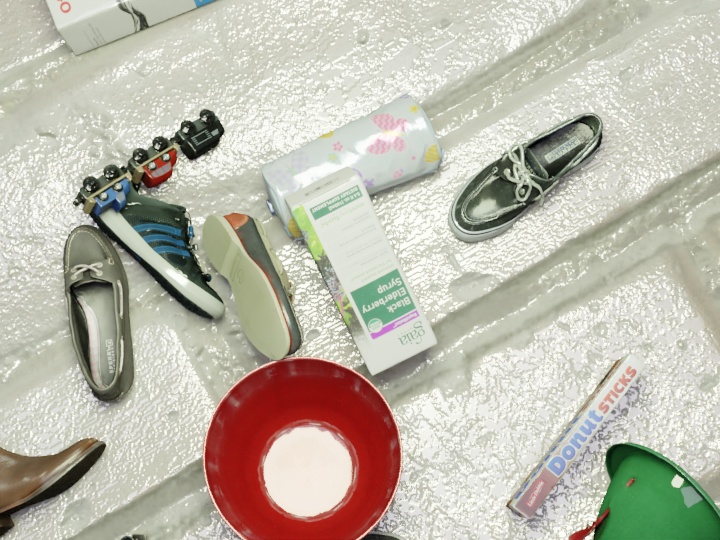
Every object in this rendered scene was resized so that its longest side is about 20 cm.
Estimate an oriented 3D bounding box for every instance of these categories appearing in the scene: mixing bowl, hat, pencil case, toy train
[{"bbox_3d":[-0.055,0.198,1.263,0.200,0.108,0.201,-1,72,2],"label":"mixing bowl"},{"bbox_3d":[0.244,0.288,1.206,0.176,0.200,0.166,-38,71,-18],"label":"hat"},{"bbox_3d":[-0.010,-0.113,1.338,0.200,0.083,0.091,-28,86,-4],"label":"pencil case"},{"bbox_3d":[-0.225,-0.113,1.332,0.200,0.034,0.046,-37,87,-32],"label":"toy train"}]

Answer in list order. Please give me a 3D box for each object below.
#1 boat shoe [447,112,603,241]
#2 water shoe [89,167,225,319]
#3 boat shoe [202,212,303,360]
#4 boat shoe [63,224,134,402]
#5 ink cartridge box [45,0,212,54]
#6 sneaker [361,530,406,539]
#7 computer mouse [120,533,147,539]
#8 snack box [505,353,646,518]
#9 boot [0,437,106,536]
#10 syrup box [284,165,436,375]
[{"bbox_3d":[0.181,-0.104,1.339,0.199,0.068,0.074,-30,80,-4],"label":"boat shoe"},{"bbox_3d":[-0.208,-0.034,1.334,0.200,0.072,0.079,43,76,6],"label":"water shoe"},{"bbox_3d":[-0.102,0.012,1.293,0.062,0.071,0.200,1,41,-37],"label":"boat shoe"},{"bbox_3d":[-0.283,0.042,1.328,0.067,0.057,0.201,-12,80,-1],"label":"boat shoe"},{"bbox_3d":[-0.265,-0.353,1.387,0.200,0.084,0.145,-23,79,-2],"label":"ink cartridge box"},{"bbox_3d":[-0.043,0.312,1.251,0.199,0.099,0.071,-13,78,-2],"label":"sneaker"},{"bbox_3d":[-0.176,0.338,1.233,0.053,0.200,0.139,7,80,-42],"label":"computer mouse"},{"bbox_3d":[0.224,0.173,1.284,0.024,0.072,0.200,38,82,6],"label":"snack box"},{"bbox_3d":[-0.395,0.166,1.310,0.186,0.064,0.200,-34,76,-7],"label":"boot"},{"bbox_3d":[0.000,0.000,1.280,0.079,0.081,0.200,-26,104,-3],"label":"syrup box"}]
